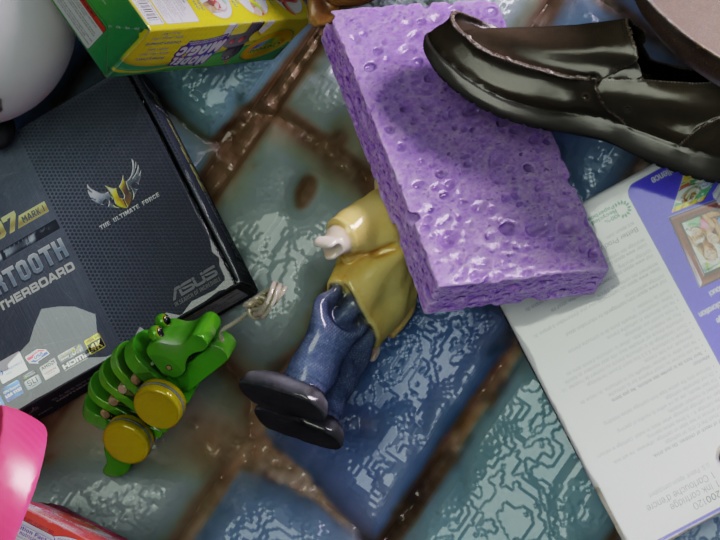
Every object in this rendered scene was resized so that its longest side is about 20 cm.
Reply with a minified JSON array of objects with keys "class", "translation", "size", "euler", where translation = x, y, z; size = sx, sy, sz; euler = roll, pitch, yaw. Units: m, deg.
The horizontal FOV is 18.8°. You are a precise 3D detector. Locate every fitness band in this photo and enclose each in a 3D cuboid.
[{"class":"fitness band","translation":[-0.235,0.157,1.272],"size":[0.037,0.200,0.144],"euler":[28,59,-14]}]

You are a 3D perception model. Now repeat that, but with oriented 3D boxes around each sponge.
[{"class":"sponge","translation":[0.059,-0.071,1.269],"size":[0.111,0.030,0.201],"euler":[-7,59,-23]}]

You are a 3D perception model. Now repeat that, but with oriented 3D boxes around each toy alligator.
[{"class":"toy alligator","translation":[-0.116,0.053,1.286],"size":[0.054,0.059,0.200],"euler":[36,128,-8]}]

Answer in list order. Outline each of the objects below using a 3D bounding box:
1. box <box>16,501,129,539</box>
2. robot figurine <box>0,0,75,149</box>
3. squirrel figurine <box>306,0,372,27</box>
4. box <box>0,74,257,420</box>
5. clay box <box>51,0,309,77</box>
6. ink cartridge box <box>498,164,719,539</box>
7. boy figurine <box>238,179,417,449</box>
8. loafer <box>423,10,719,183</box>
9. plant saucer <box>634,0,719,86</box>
[{"class":"box","translation":[-0.130,0.222,1.286],"size":[0.199,0.095,0.100],"euler":[24,88,14]},{"class":"robot figurine","translation":[-0.245,-0.166,1.314],"size":[0.125,0.150,0.200],"euler":[-51,34,9]},{"class":"squirrel figurine","translation":[-0.053,-0.235,1.284],"size":[0.141,0.200,0.187],"euler":[-33,87,32]},{"class":"box","translation":[-0.186,-0.009,1.351],"size":[0.199,0.051,0.158],"euler":[-29,77,6]},{"class":"clay box","translation":[-0.110,-0.177,1.299],"size":[0.048,0.200,0.115],"euler":[-43,75,28]},{"class":"ink cartridge box","translation":[0.198,0.036,1.273],"size":[0.198,0.043,0.201],"euler":[-28,76,6]},{"class":"boy figurine","translation":[0.000,0.000,1.282],"size":[0.064,0.124,0.201],"euler":[15,68,23]},{"class":"loafer","translation":[0.135,-0.115,1.241],"size":[0.199,0.073,0.072],"euler":[18,112,2]},{"class":"plant saucer","translation":[0.236,-0.144,1.237],"size":[0.200,0.200,0.032],"euler":[33,129,13]}]
